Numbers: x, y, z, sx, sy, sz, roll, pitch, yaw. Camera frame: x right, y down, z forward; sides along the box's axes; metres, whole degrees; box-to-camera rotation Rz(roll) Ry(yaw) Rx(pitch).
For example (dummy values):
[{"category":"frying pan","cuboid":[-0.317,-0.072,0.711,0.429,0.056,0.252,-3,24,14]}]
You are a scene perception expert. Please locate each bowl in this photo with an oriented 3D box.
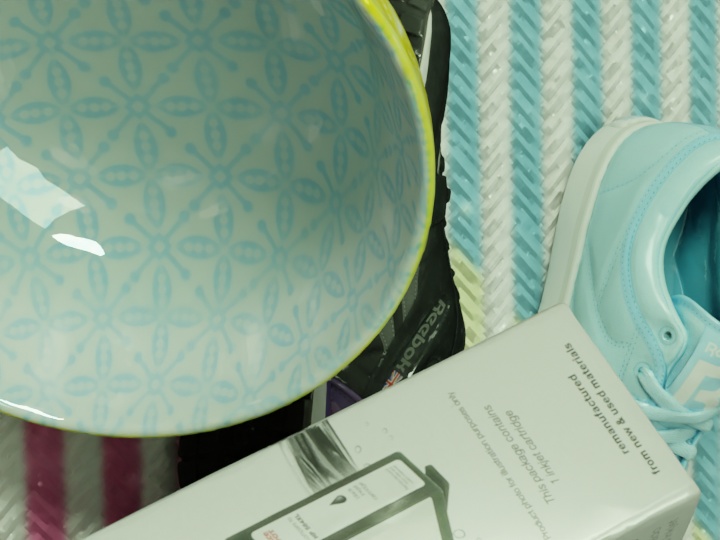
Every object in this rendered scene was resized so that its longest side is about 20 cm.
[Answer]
[{"category":"bowl","cuboid":[-0.072,-0.057,0.796,0.200,0.200,0.108,51,24,-24]}]

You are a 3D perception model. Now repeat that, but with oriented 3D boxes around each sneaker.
[{"category":"sneaker","cuboid":[0.108,0.040,0.947,0.074,0.082,0.200,6,90,-32]},{"category":"sneaker","cuboid":[0.000,0.000,0.889,0.088,0.076,0.200,12,95,-47]}]

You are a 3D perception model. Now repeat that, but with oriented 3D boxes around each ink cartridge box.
[{"category":"ink cartridge box","cuboid":[-0.005,0.115,0.815,0.200,0.146,0.084,-26,65,-19]}]
